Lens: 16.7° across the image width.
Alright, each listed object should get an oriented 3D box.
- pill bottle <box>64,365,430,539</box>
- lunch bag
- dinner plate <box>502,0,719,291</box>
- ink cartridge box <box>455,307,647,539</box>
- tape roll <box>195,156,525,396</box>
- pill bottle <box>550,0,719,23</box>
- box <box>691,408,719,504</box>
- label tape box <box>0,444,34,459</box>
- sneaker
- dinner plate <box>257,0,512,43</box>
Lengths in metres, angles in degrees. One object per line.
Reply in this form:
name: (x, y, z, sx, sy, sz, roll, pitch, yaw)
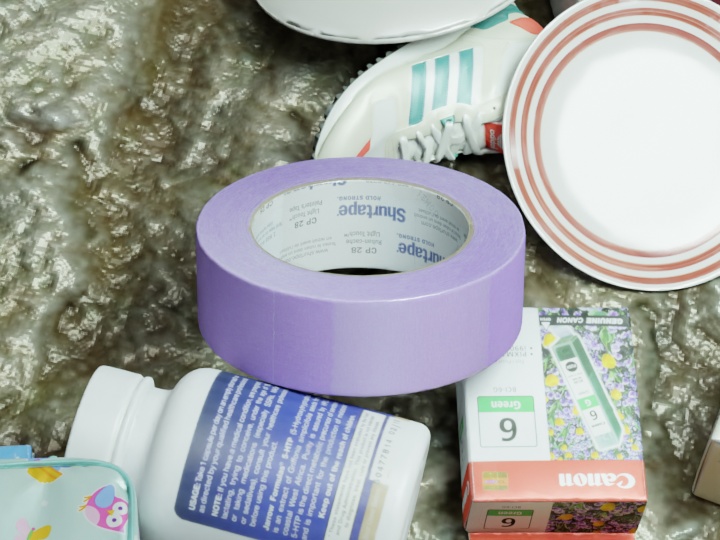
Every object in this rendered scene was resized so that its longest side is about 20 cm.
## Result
pill bottle: (-0.068, 0.123, 1.434, 0.200, 0.120, 0.120, 15, 60, 4)
lunch bag: (-0.211, 0.178, 1.334, 0.200, 0.077, 0.161, -1, 49, -2)
dinner plate: (0.188, -0.086, 1.599, 0.200, 0.024, 0.201, 1, 85, -8)
ink cartridge box: (0.116, 0.119, 1.489, 0.109, 0.050, 0.200, 0, 59, -4)
tape roll: (0.000, 0.000, 1.487, 0.200, 0.066, 0.200, 1, 27, -1)
pill bottle: (0.232, -0.216, 1.657, 0.200, 0.114, 0.114, -7, 60, -8)
box: (0.283, 0.057, 1.521, 0.095, 0.078, 0.200, 22, 61, 9)
label tape box: (-0.285, 0.183, 1.415, 0.200, 0.063, 0.144, -3, 60, -6)
sneaker: (0.058, -0.103, 1.603, 0.200, 0.070, 0.093, -38, 63, -26)
dinner plate: (0.023, -0.217, 1.646, 0.200, 0.024, 0.200, -5, 40, 4)
